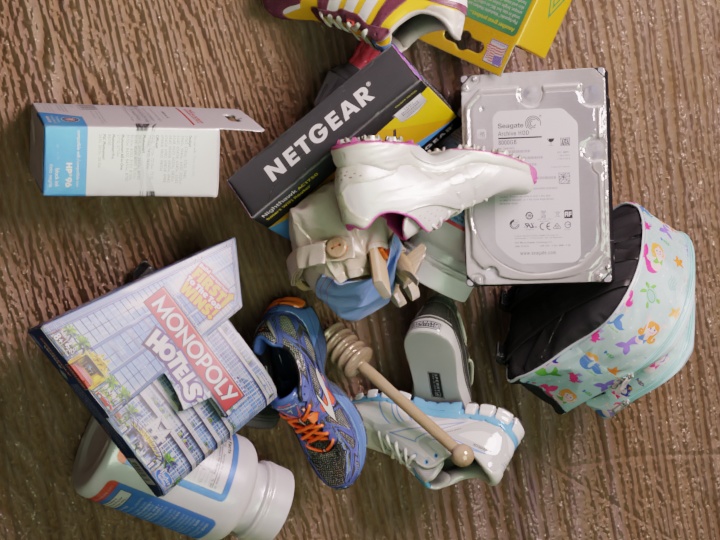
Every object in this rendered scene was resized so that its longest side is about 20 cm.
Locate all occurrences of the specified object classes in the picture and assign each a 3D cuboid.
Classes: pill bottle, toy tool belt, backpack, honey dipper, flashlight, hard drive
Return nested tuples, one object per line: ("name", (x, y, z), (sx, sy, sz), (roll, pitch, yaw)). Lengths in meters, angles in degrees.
("pill bottle", (-0.171, 0.201, 1.653), (0.200, 0.112, 0.112), (26, 97, -22))
("toy tool belt", (0.000, 0.000, 1.587), (0.125, 0.200, 0.123), (-33, 72, -4))
("backpack", (0.248, 0.038, 1.670), (0.150, 0.178, 0.200), (28, 133, -16))
("honey dipper", (0.036, 0.126, 1.664), (0.038, 0.200, 0.038), (-37, 153, -23))
("flashlight", (0.020, -0.236, 1.614), (0.068, 0.068, 0.200), (31, 96, 4))
("hard drive", (0.165, -0.086, 1.577), (0.139, 0.038, 0.201), (-1, 89, 14))
("pill bottle", (0.114, -0.076, 1.665), (0.109, 0.109, 0.200), (26, 97, -22))

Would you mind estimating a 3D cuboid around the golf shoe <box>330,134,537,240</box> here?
("golf shoe", (0.065, -0.070, 1.512), (0.199, 0.075, 0.092), (3, 86, -21))

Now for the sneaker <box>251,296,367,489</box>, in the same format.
("sneaker", (-0.059, 0.130, 1.667), (0.075, 0.078, 0.200), (-19, 100, 32))

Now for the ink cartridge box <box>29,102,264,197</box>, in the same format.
("ink cartridge box", (-0.198, -0.111, 1.552), (0.199, 0.116, 0.068), (0, 106, -17))

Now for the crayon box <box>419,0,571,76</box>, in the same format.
("crayon box", (0.147, -0.288, 1.601), (0.052, 0.126, 0.200), (17, 101, -48))

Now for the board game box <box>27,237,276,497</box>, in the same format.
("board game box", (-0.167, 0.072, 1.570), (0.200, 0.062, 0.200), (-41, 101, -21))

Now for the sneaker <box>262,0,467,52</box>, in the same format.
("sneaker", (0.001, -0.239, 1.550), (0.200, 0.075, 0.090), (-7, 80, 24))

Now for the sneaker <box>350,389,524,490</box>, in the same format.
("sneaker", (0.058, 0.175, 1.687), (0.199, 0.087, 0.075), (3, 139, 23))

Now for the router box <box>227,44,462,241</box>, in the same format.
("router box", (-0.012, -0.111, 1.581), (0.200, 0.149, 0.051), (-39, 70, 8))

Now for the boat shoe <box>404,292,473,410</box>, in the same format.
("boat shoe", (0.086, 0.108, 1.719), (0.071, 0.064, 0.200), (10, 136, 15))

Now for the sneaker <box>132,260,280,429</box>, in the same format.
("sneaker", (-0.148, 0.075, 1.652), (0.199, 0.060, 0.104), (26, 100, -20))
